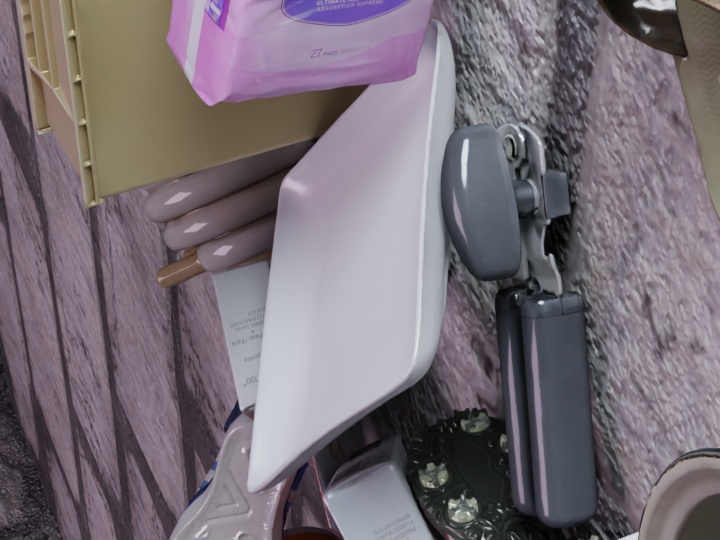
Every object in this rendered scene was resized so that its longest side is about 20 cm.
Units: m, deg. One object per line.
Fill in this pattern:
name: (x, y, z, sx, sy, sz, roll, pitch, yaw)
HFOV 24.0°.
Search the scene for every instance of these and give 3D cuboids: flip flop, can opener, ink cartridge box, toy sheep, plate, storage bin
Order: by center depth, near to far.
flip flop: (0.114, -0.103, 0.613, 0.081, 0.057, 0.202, 170, 85, -72)
can opener: (0.073, 0.028, 0.827, 0.053, 0.066, 0.202, -165, 68, -67)
plate: (0.000, 0.000, 0.887, 0.200, 0.032, 0.201, -42, 37, 54)
storage bin: (-0.082, -0.159, 0.925, 0.094, 0.198, 0.200, -125, 26, -43)
ink cartridge box: (0.044, 0.198, 0.971, 0.160, 0.047, 0.201, 24, -139, -88)
ink cartridge box: (-0.033, 0.104, 1.103, 0.200, 0.043, 0.175, 54, -158, -69)
toy sheep: (-0.094, -0.069, 1.150, 0.201, 0.137, 0.138, 65, 163, -9)

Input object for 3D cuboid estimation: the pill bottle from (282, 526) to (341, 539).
pill bottle: (-0.022, 0.296, 1.266, 0.200, 0.111, 0.113, -126, 27, -48)

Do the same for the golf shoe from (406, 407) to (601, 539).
golf shoe: (0.083, 0.154, 0.897, 0.200, 0.077, 0.089, -127, 22, -49)

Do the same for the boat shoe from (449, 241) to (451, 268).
boat shoe: (0.007, 0.001, 1.010, 0.201, 0.063, 0.071, 100, 148, -53)

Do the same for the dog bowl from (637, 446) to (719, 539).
dog bowl: (0.180, 0.150, 0.602, 0.200, 0.073, 0.202, 163, 90, -72)

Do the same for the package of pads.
package of pads: (-0.014, -0.175, 0.780, 0.076, 0.120, 0.201, 51, 141, 35)

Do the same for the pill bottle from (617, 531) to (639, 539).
pill bottle: (0.127, 0.223, 0.739, 0.120, 0.119, 0.202, 129, 122, -68)

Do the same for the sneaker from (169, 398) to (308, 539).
sneaker: (-0.078, 0.157, 1.288, 0.147, 0.080, 0.201, -60, -7, -63)
